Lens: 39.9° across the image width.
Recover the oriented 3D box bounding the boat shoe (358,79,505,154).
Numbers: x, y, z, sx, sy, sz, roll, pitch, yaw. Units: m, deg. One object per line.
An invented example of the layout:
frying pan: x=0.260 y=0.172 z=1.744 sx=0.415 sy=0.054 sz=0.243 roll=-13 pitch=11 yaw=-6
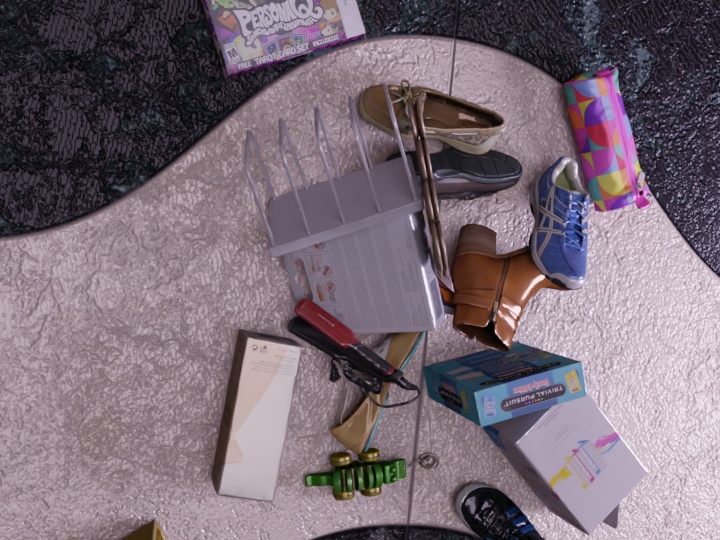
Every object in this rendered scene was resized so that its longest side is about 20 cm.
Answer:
boat shoe: x=0.096 y=-0.213 z=1.327 sx=0.196 sy=0.063 sz=0.075 roll=11 pitch=69 yaw=-11

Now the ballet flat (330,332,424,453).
ballet flat: x=0.021 y=0.147 z=1.342 sx=0.062 sy=0.069 sz=0.203 roll=27 pitch=85 yaw=0

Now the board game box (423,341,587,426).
board game box: x=0.186 y=0.147 z=1.315 sx=0.148 sy=0.200 sz=0.048 roll=-14 pitch=97 yaw=-13

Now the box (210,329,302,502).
box: x=-0.135 y=0.186 z=1.285 sx=0.076 sy=0.095 sz=0.204 roll=11 pitch=89 yaw=-14

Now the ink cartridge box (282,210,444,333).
ink cartridge box: x=0.000 y=0.000 z=1.285 sx=0.196 sy=0.047 sz=0.163 roll=-3 pitch=113 yaw=28

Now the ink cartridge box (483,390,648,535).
ink cartridge box: x=0.290 y=0.257 z=1.387 sx=0.125 sy=0.128 sz=0.201 roll=-42 pitch=103 yaw=-9

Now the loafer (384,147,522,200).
loafer: x=0.123 y=-0.126 z=1.362 sx=0.196 sy=0.073 sz=0.064 roll=-1 pitch=135 yaw=-14

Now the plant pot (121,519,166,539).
plant pot: x=-0.303 y=0.464 z=1.212 sx=0.197 sy=0.194 sz=0.199 roll=-25 pitch=99 yaw=-6

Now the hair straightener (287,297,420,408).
hair straightener: x=-0.011 y=0.118 z=1.306 sx=0.198 sy=0.078 sz=0.041 roll=31 pitch=41 yaw=2

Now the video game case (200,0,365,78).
video game case: x=-0.110 y=-0.367 z=1.289 sx=0.196 sy=0.036 sz=0.185 roll=-19 pitch=97 yaw=-13

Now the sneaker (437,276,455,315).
sneaker: x=0.069 y=-0.024 z=1.336 sx=0.198 sy=0.077 sz=0.114 roll=28 pitch=87 yaw=-15

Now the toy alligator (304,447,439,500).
toy alligator: x=0.023 y=0.276 z=1.353 sx=0.196 sy=0.054 sz=0.061 roll=-5 pitch=95 yaw=-15

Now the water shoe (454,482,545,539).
water shoe: x=0.220 y=0.373 z=1.399 sx=0.199 sy=0.079 sz=0.072 roll=41 pitch=83 yaw=-14

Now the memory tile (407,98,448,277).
memory tile: x=0.084 y=-0.098 z=1.228 sx=0.016 sy=0.153 sz=0.204 roll=-9 pitch=81 yaw=4

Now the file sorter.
file sorter: x=-0.037 y=-0.129 z=1.225 sx=0.196 sy=0.140 sz=0.126 roll=-17 pitch=118 yaw=5

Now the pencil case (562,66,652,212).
pencil case: x=0.349 y=-0.183 z=1.402 sx=0.087 sy=0.088 sz=0.204 roll=-21 pitch=98 yaw=-13

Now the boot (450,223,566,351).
boot: x=0.211 y=0.035 z=1.342 sx=0.197 sy=0.077 sz=0.158 roll=21 pitch=57 yaw=-20

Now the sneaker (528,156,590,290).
sneaker: x=0.271 y=-0.066 z=1.339 sx=0.074 sy=0.077 sz=0.203 roll=8 pitch=54 yaw=-17
